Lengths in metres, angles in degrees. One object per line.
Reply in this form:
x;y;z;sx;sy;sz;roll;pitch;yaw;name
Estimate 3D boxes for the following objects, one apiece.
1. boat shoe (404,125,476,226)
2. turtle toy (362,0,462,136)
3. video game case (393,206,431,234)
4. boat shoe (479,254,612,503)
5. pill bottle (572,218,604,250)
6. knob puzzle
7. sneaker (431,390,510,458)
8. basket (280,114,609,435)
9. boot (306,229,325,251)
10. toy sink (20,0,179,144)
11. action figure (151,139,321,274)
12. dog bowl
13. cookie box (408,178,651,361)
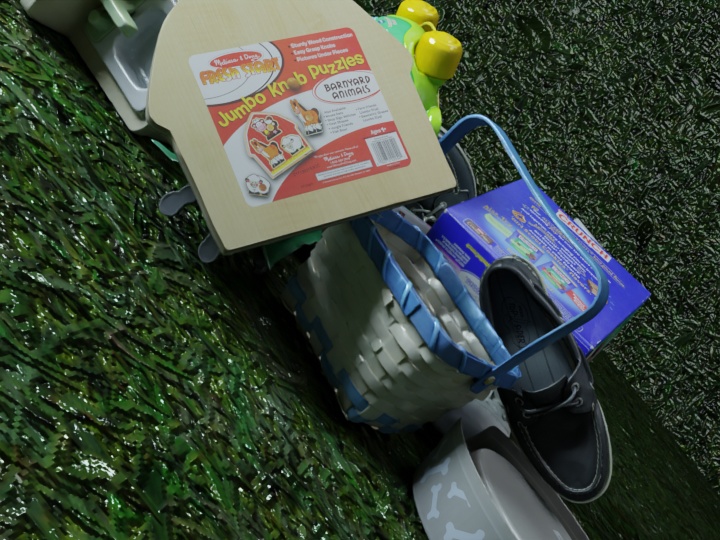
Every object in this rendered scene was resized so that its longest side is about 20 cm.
0.080;-0.050;1.045;0.062;0.073;0.201;-71;150;-59;boat shoe
0.014;-0.146;0.892;0.101;0.146;0.200;11;30;-19;turtle toy
-0.039;-0.102;0.995;0.182;0.024;0.200;33;3;-41;video game case
0.138;0.081;0.807;0.066;0.074;0.200;26;50;-74;boat shoe
0.178;0.044;1.115;0.116;0.200;0.116;47;12;-13;pill bottle
-0.052;-0.119;0.706;0.220;0.219;0.030;52;-30;2;knob puzzle
0.113;0.105;0.932;0.078;0.099;0.200;48;12;-13;sneaker
0.055;0.007;0.757;0.139;0.200;0.177;20;35;-52;basket
0.000;0.000;0.924;0.146;0.070;0.200;43;10;-20;boot
-0.128;-0.172;0.796;0.112;0.130;0.200;55;12;16;toy sink
-0.075;-0.041;0.781;0.118;0.055;0.200;51;16;9;action figure
0.113;0.199;0.759;0.200;0.059;0.200;49;13;-15;dog bowl
0.156;0.010;0.954;0.171;0.075;0.200;45;29;13;cookie box
